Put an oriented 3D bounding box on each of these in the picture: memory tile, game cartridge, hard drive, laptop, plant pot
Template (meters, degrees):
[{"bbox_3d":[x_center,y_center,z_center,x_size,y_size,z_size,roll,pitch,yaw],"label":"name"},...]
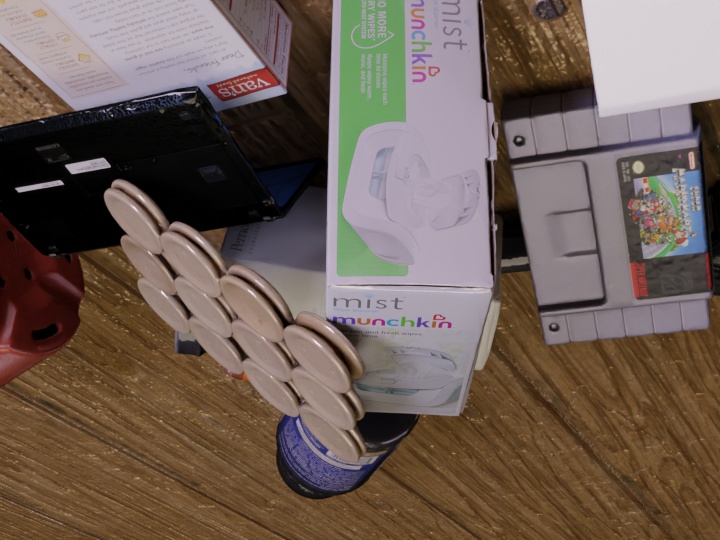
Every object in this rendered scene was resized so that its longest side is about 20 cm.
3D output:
[{"bbox_3d":[-0.074,0.031,0.746,0.199,0.017,0.154,35,157,23],"label":"memory tile"},{"bbox_3d":[0.176,-0.035,0.850,0.128,0.039,0.202,-4,127,17],"label":"game cartridge"},{"bbox_3d":[0.218,-0.159,0.654,0.197,0.026,0.133,-7,125,15],"label":"hard drive"},{"bbox_3d":[-0.137,-0.076,0.799,0.175,0.105,0.201,-9,146,17],"label":"laptop"},{"bbox_3d":[-0.322,0.025,0.904,0.193,0.203,0.200,-24,144,25],"label":"plant pot"}]

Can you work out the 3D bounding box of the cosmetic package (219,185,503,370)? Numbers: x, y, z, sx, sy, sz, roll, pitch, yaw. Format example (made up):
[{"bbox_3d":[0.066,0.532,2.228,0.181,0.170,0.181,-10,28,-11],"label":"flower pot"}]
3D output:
[{"bbox_3d":[0.000,0.000,0.883,0.197,0.102,0.075,9,129,0],"label":"cosmetic package"}]

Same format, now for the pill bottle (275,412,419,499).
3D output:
[{"bbox_3d":[-0.020,0.152,1.191,0.110,0.113,0.200,9,150,-14],"label":"pill bottle"}]

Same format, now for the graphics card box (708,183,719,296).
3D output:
[{"bbox_3d":[0.324,-0.041,0.892,0.124,0.052,0.200,8,150,-14],"label":"graphics card box"}]

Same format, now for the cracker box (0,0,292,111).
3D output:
[{"bbox_3d":[-0.141,-0.159,0.680,0.132,0.058,0.200,-10,149,23],"label":"cracker box"}]

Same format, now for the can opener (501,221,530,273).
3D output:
[{"bbox_3d":[0.156,-0.025,0.935,0.197,0.080,0.063,-8,-170,22],"label":"can opener"}]

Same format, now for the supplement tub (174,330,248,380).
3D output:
[{"bbox_3d":[-0.049,0.038,0.989,0.197,0.108,0.107,4,152,-7],"label":"supplement tub"}]

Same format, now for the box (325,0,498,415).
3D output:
[{"bbox_3d":[0.027,-0.038,0.749,0.095,0.203,0.177,1,153,0],"label":"box"}]
